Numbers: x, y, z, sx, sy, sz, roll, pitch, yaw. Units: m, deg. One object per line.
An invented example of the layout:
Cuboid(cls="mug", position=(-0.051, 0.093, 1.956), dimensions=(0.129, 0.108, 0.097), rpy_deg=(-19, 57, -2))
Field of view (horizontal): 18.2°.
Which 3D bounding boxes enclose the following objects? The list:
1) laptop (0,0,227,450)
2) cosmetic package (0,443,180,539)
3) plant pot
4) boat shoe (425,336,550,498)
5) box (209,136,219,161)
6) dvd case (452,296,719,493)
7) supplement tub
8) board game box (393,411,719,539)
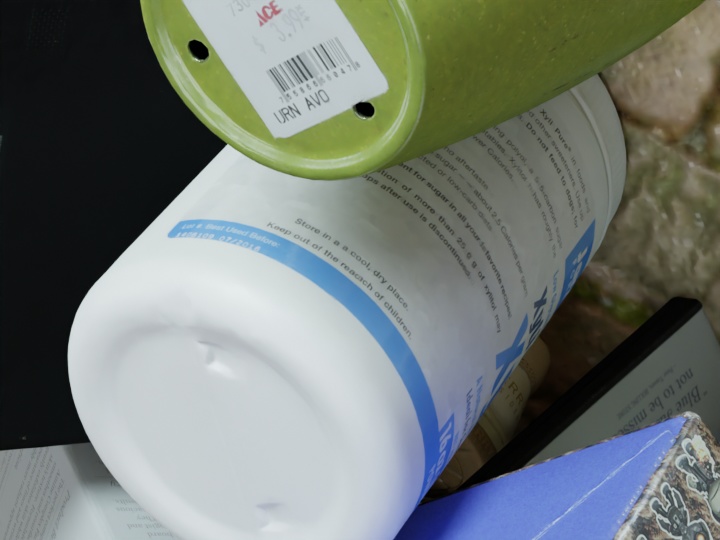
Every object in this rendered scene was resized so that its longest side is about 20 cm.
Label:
Cuboid(cls="laptop", position=(-0.163, -0.041, 0.820), dimensions=(0.116, 0.199, 0.188), rpy_deg=(43, 127, 48))
Cuboid(cls="cosmetic package", position=(-0.088, 0.137, 0.905), dimensions=(0.200, 0.074, 0.102), rpy_deg=(55, 132, 45))
Cuboid(cls="plant pot", position=(0.025, -0.119, 0.685), dimensions=(0.186, 0.200, 0.188), rpy_deg=(18, 132, 21))
Cuboid(cls="boat shoe", position=(0.006, 0.055, 0.938), dimensions=(0.199, 0.065, 0.071), rpy_deg=(-3, 130, 55))
Cuboid(cls="box", position=(-0.091, -0.043, 0.886), dimensions=(0.116, 0.060, 0.202), rpy_deg=(13, 112, 25))
Cuboid(cls="dvd case", position=(0.116, 0.132, 0.867), dimensions=(0.017, 0.142, 0.201), rpy_deg=(9, 131, 54))
Cuboid(cls="supplement tub", position=(0.000, 0.000, 0.797), dimensions=(0.131, 0.200, 0.133), rpy_deg=(19, 133, 22))
Cuboid(cls="board game box", position=(0.089, 0.168, 0.733), dimensions=(0.159, 0.097, 0.200), rpy_deg=(-23, 109, 45))
